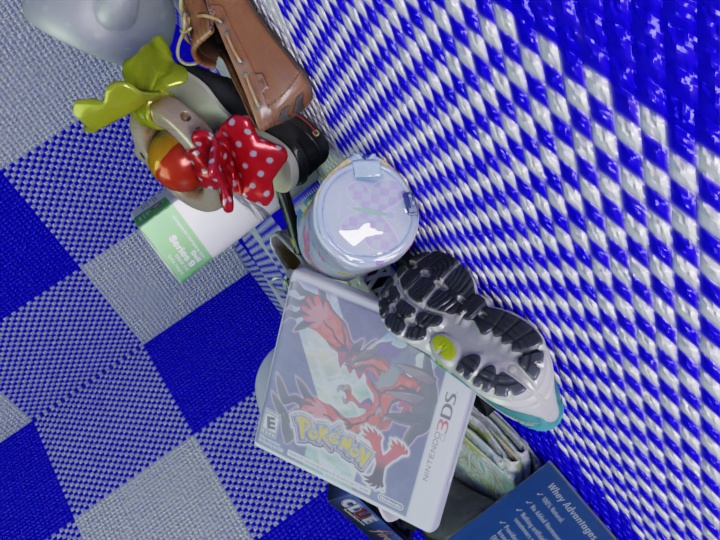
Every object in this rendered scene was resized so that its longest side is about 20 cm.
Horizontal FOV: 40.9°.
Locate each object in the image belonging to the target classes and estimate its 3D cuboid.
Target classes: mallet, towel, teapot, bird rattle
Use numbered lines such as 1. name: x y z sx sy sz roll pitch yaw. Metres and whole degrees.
1. mallet: -0.095 -0.114 1.043 0.066 0.041 0.201 -135 28 -58
2. towel: 0.123 0.208 1.029 0.171 0.048 0.201 40 152 39
3. teapot: -0.306 -0.346 1.177 0.199 0.147 0.197 29 -165 16
4. bird rattle: -0.162 -0.121 0.923 0.199 0.113 0.163 34 154 4

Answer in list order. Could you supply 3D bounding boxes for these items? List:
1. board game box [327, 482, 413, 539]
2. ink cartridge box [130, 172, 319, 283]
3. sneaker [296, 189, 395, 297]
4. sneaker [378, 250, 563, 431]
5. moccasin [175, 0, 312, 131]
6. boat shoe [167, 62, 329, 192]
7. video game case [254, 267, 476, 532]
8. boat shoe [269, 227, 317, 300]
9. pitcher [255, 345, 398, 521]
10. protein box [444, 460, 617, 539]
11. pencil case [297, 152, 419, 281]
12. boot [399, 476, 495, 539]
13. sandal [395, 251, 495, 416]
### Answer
1. board game box: 0.015 0.212 1.138 0.136 0.034 0.201 49 -151 -37
2. ink cartridge box: -0.159 -0.087 1.119 0.084 0.200 0.146 55 173 -17
3. sneaker: 0.000 0.000 0.993 0.200 0.072 0.073 49 161 20
4. sneaker: 0.080 0.055 0.734 0.080 0.077 0.200 51 177 -41
5. moccasin: -0.125 -0.208 0.857 0.202 0.077 0.074 55 169 9
6. boat shoe: -0.119 -0.149 0.952 0.201 0.063 0.074 34 140 22
7. video game case: 0.004 0.115 0.879 0.199 0.184 0.023 21 -164 25
8. boat shoe: -0.058 0.018 1.074 0.075 0.085 0.202 100 151 -41
9. pitcher: -0.010 0.126 0.965 0.199 0.121 0.173 30 118 38
10. protein box: 0.159 0.326 0.868 0.199 0.199 0.135 50 170 35
11. pencil case: -0.009 -0.040 0.830 0.200 0.083 0.091 147 107 -81
12. boot: 0.064 0.213 1.015 0.200 0.070 0.132 -14 101 63
13. sandal: 0.072 0.066 0.897 0.201 0.048 0.075 60 171 -26
